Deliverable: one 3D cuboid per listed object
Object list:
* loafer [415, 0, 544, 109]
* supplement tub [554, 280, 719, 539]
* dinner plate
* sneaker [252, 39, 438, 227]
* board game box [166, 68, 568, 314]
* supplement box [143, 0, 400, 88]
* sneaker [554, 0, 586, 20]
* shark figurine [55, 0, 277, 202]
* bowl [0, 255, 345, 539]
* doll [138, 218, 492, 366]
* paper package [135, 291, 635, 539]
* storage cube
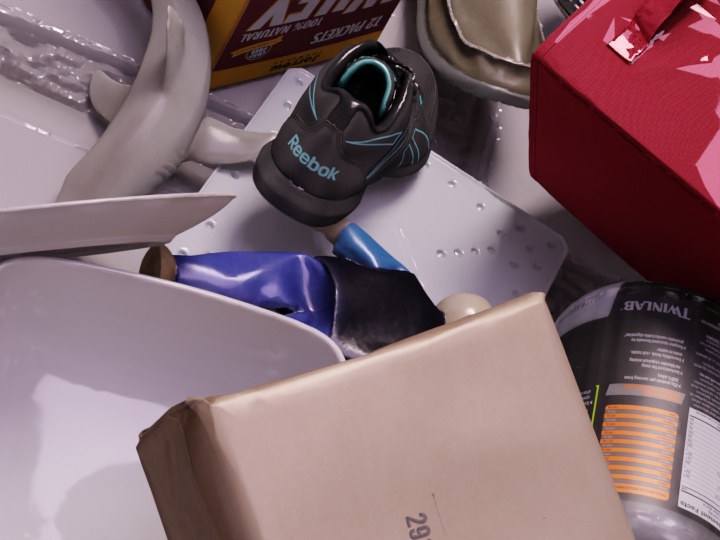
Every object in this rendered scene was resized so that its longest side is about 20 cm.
[{"bbox_3d":[0.074,-0.174,1.261,0.075,0.070,0.200,11,36,-24],"label":"loafer"},{"bbox_3d":[0.147,0.115,1.086,0.122,0.123,0.200,23,51,-9],"label":"supplement tub"},{"bbox_3d":[-0.159,-0.018,1.002,0.200,0.200,0.024,-6,88,-29],"label":"dinner plate"},{"bbox_3d":[0.010,-0.090,1.142,0.075,0.079,0.200,34,30,2],"label":"sneaker"},{"bbox_3d":[0.000,0.000,1.160,0.200,0.026,0.200,32,49,-1],"label":"board game box"},{"bbox_3d":[-0.057,-0.252,1.199,0.133,0.197,0.200,-19,67,-34],"label":"supplement box"},{"bbox_3d":[0.183,-0.132,1.305,0.078,0.090,0.200,-23,87,8],"label":"sneaker"},{"bbox_3d":[-0.116,-0.135,1.141,0.128,0.090,0.215,-6,63,-3],"label":"shark figurine"},{"bbox_3d":[-0.112,0.109,0.973,0.199,0.075,0.200,15,70,-16],"label":"bowl"},{"bbox_3d":[-0.016,0.020,1.088,0.200,0.048,0.137,6,49,-22],"label":"doll"},{"bbox_3d":[0.023,0.132,0.926,0.190,0.103,0.200,-17,84,-27],"label":"paper package"},{"bbox_3d":[0.216,-0.084,1.139,0.171,0.200,0.180,-44,72,-11],"label":"storage cube"}]
